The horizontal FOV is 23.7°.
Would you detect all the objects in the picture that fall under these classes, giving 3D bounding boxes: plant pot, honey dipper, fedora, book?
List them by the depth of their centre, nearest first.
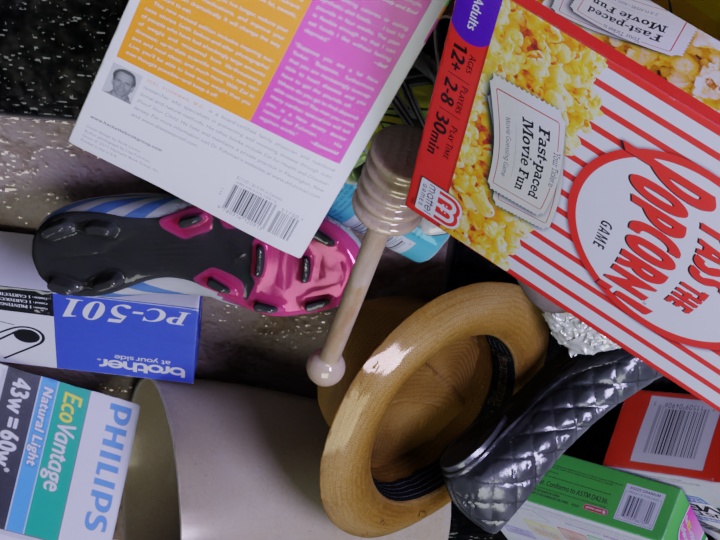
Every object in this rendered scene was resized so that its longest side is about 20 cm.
[{"bbox_3d":[-0.045,-0.108,0.815,0.133,0.048,0.200,28,128,-6],"label":"book"},{"bbox_3d":[0.000,0.000,0.907,0.038,0.038,0.200,11,142,-9],"label":"honey dipper"},{"bbox_3d":[0.029,0.073,1.069,0.200,0.082,0.201,-31,143,-28],"label":"fedora"},{"bbox_3d":[-0.047,0.160,1.171,0.200,0.188,0.187,-2,147,-19],"label":"plant pot"}]

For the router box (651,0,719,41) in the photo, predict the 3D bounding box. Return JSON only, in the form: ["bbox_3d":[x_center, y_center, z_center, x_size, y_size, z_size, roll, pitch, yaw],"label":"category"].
[{"bbox_3d":[0.165,-0.078,0.816,0.051,0.149,0.200,-4,145,-10],"label":"router box"}]

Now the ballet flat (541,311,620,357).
[{"bbox_3d":[0.190,0.000,0.993,0.200,0.072,0.072,-20,138,28],"label":"ballet flat"}]

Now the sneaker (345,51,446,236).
[{"bbox_3d":[-0.002,-0.091,0.881,0.200,0.076,0.075,32,138,-30],"label":"sneaker"}]

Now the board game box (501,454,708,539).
[{"bbox_3d":[0.172,0.190,1.218,0.153,0.040,0.200,14,157,30],"label":"board game box"}]

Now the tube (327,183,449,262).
[{"bbox_3d":[-0.039,-0.067,0.948,0.200,0.050,0.077,26,134,-22],"label":"tube"}]

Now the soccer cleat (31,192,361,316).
[{"bbox_3d":[-0.089,-0.019,0.992,0.200,0.086,0.070,4,108,12],"label":"soccer cleat"}]

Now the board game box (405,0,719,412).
[{"bbox_3d":[0.122,-0.036,0.736,0.200,0.046,0.152,34,144,17],"label":"board game box"}]

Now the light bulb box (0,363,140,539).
[{"bbox_3d":[-0.255,0.184,1.156,0.125,0.199,0.200,19,155,-21],"label":"light bulb box"}]

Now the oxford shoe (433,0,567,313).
[{"bbox_3d":[0.073,-0.056,0.865,0.071,0.073,0.200,2,122,37],"label":"oxford shoe"}]

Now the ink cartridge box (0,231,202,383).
[{"bbox_3d":[-0.200,0.020,1.084,0.200,0.044,0.094,7,146,-4],"label":"ink cartridge box"}]

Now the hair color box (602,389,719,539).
[{"bbox_3d":[0.273,0.152,1.168,0.200,0.064,0.111,32,162,-34],"label":"hair color box"}]

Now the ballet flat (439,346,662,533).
[{"bbox_3d":[0.136,0.083,1.058,0.200,0.066,0.057,-36,107,-5],"label":"ballet flat"}]
